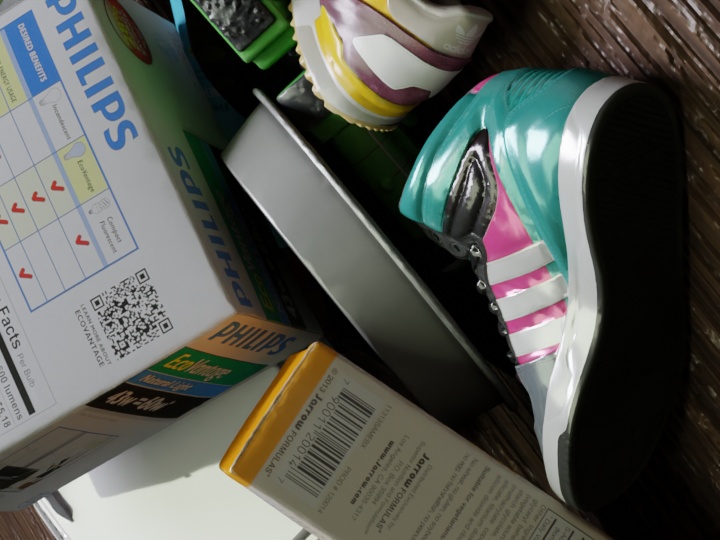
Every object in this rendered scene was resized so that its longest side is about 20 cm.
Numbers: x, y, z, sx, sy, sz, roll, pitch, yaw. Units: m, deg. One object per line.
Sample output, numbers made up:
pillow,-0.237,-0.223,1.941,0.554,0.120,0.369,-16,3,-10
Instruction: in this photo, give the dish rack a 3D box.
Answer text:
dish rack,-0.087,0.111,1.022,0.200,0.044,0.172,-47,71,19

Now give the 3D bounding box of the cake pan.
cake pan,0.000,0.000,0.919,0.200,0.037,0.200,51,180,0

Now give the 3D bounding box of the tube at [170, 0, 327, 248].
tube,-0.064,-0.105,1.033,0.077,0.050,0.201,-8,109,21

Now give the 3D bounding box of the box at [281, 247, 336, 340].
box,-0.100,-0.025,1.114,0.095,0.102,0.201,13,122,59

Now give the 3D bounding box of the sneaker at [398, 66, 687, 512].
sneaker,0.072,-0.001,0.828,0.121,0.083,0.201,28,128,45

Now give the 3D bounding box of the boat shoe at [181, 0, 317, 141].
boat shoe,-0.053,-0.155,0.953,0.075,0.074,0.200,1,136,32

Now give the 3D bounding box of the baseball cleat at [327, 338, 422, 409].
baseball cleat,0.009,0.132,1.083,0.106,0.070,0.200,-3,118,48

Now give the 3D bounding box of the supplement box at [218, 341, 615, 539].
supplement box,0.037,0.118,0.881,0.200,0.074,0.126,34,172,-3

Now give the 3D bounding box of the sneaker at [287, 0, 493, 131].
sneaker,-0.001,-0.166,0.860,0.090,0.075,0.200,-38,67,35

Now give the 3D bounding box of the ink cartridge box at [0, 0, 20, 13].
ink cartridge box,-0.171,-0.201,1.077,0.200,0.076,0.148,-57,32,10

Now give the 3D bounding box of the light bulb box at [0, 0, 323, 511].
light bulb box,-0.159,-0.009,0.960,0.199,0.200,0.125,64,-167,14

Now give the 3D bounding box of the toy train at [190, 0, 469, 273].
toy train,-0.007,-0.076,0.885,0.042,0.056,0.200,-39,97,23
